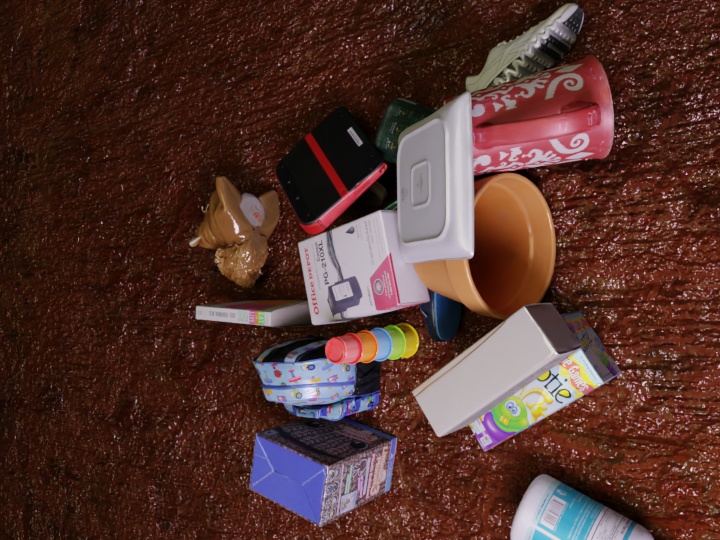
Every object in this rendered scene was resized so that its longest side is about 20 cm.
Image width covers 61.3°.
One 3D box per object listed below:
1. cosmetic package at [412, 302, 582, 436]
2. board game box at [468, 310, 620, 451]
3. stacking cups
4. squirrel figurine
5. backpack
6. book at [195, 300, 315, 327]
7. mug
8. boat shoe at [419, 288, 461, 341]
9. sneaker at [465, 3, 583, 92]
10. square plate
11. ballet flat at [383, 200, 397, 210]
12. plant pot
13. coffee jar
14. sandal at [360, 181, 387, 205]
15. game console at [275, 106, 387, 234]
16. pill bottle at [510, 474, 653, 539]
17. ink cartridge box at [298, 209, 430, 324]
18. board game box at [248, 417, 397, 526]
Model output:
[{"bbox_3d":[0.176,0.130,0.793,0.200,0.103,0.073,-44,65,26],"label":"cosmetic package"},{"bbox_3d":[0.246,0.158,0.868,0.200,0.104,0.104,-42,68,29],"label":"board game box"},{"bbox_3d":[0.023,0.120,0.970,0.060,0.199,0.061,0,90,33],"label":"stacking cups"},{"bbox_3d":[-0.262,-0.064,1.218,0.186,0.141,0.202,-21,76,40],"label":"squirrel figurine"},{"bbox_3d":[-0.080,0.185,1.045,0.181,0.199,0.136,-4,88,35],"label":"backpack"},{"bbox_3d":[-0.201,0.080,1.171,0.198,0.133,0.049,2,92,36],"label":"book"},{"bbox_3d":[0.215,-0.203,0.800,0.198,0.178,0.135,-11,78,7],"label":"mug"},{"bbox_3d":[0.119,0.018,0.988,0.068,0.084,0.202,-16,64,42],"label":"boat shoe"},{"bbox_3d":[0.235,-0.318,0.898,0.200,0.075,0.082,-43,58,28],"label":"sneaker"},{"bbox_3d":[0.091,-0.112,0.811,0.198,0.028,0.202,175,95,-70],"label":"square plate"},{"bbox_3d":[0.037,-0.056,1.041,0.199,0.073,0.074,-31,73,38],"label":"ballet flat"},{"bbox_3d":[0.169,-0.034,0.884,0.139,0.199,0.202,1,91,53],"label":"plant pot"},{"bbox_3d":[0.126,-0.201,0.964,0.199,0.085,0.105,26,97,33],"label":"coffee jar"},{"bbox_3d":[-0.027,-0.177,1.098,0.211,0.078,0.070,22,70,35],"label":"sandal"},{"bbox_3d":[-0.056,-0.171,1.030,0.176,0.031,0.201,-39,48,10],"label":"game console"},{"bbox_3d":[0.313,0.371,0.818,0.199,0.110,0.112,23,104,33],"label":"pill bottle"},{"bbox_3d":[0.000,0.000,0.978,0.199,0.084,0.146,-17,81,44],"label":"ink cartridge box"},{"bbox_3d":[-0.060,0.326,1.030,0.158,0.199,0.098,12,96,34],"label":"board game box"}]
